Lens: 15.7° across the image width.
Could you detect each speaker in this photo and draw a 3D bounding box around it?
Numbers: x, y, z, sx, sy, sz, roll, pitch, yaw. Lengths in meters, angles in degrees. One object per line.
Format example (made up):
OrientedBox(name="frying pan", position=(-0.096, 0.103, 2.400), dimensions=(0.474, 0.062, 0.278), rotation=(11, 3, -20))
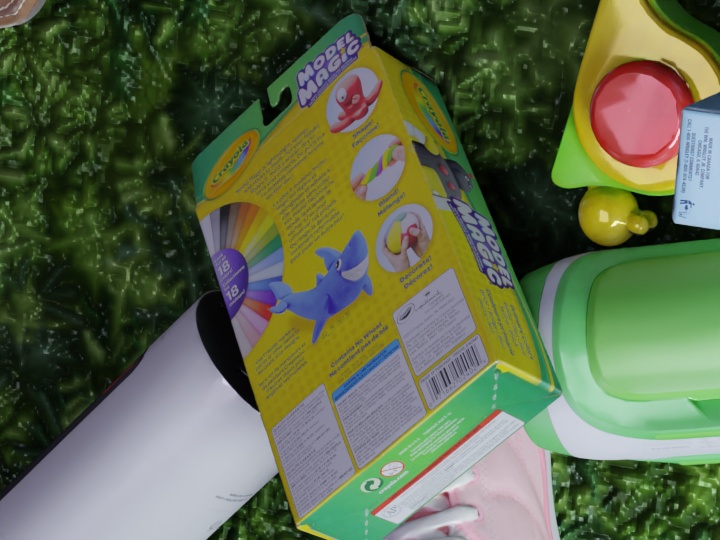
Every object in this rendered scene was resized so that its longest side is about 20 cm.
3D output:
OrientedBox(name="speaker", position=(-0.104, 0.099, 1.161), dimensions=(0.200, 0.081, 0.081), rotation=(-44, 82, 25))
OrientedBox(name="speaker", position=(0.163, 0.028, 1.030), dimensions=(0.199, 0.088, 0.089), rotation=(-6, 98, 24))

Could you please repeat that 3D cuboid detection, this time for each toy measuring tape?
OrientedBox(name="toy measuring tape", position=(0.131, -0.100, 1.028), dimensions=(0.073, 0.074, 0.201), rotation=(22, 108, 18))

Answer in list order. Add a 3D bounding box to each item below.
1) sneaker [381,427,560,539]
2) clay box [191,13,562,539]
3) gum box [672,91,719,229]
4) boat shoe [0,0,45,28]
OrientedBox(name="sneaker", position=(0.032, 0.090, 1.088), dimensions=(0.075, 0.105, 0.201), rotation=(-13, 94, 27))
OrientedBox(name="clay box", position=(0.000, 0.000, 1.076), dimensions=(0.115, 0.047, 0.201), rotation=(-40, 47, 25))
OrientedBox(name="gum box", position=(0.232, -0.037, 0.941), dimensions=(0.199, 0.170, 0.045), rotation=(9, 103, 22))
OrientedBox(name="boat shoe", position=(-0.230, -0.157, 1.169), dimensions=(0.199, 0.072, 0.076), rotation=(22, 108, 18))
